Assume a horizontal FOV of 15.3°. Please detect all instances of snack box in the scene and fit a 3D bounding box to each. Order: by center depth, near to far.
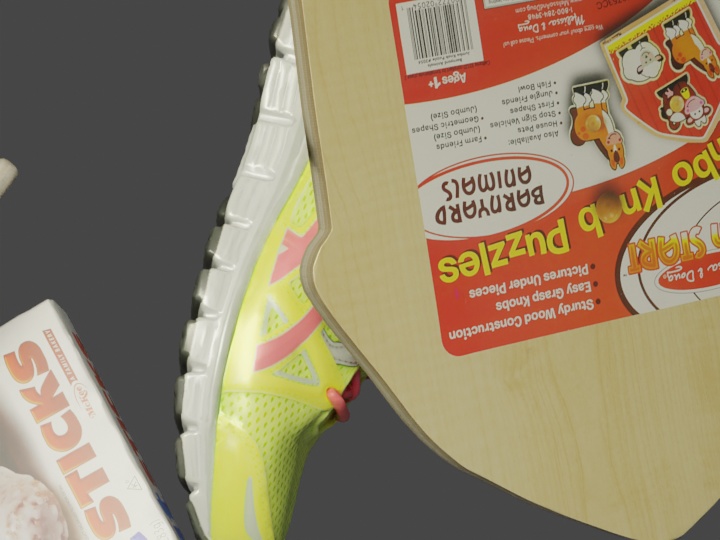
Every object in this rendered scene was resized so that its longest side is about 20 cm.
[{"bbox_3d":[-0.080,0.112,0.823,0.072,0.024,0.200,-30,75,0],"label":"snack box"}]

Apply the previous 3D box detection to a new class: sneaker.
[{"bbox_3d":[0.000,0.000,0.816,0.090,0.078,0.200,15,81,3],"label":"sneaker"}]

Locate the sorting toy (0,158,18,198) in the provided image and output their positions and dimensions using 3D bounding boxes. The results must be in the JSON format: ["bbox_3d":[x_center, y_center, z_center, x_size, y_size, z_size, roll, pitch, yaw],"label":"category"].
[{"bbox_3d":[-0.237,-0.008,0.803,0.200,0.107,0.180,36,71,2],"label":"sorting toy"}]

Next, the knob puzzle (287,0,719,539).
[{"bbox_3d":[0.069,-0.017,0.800,0.219,0.030,0.220,-1,92,-25],"label":"knob puzzle"}]
